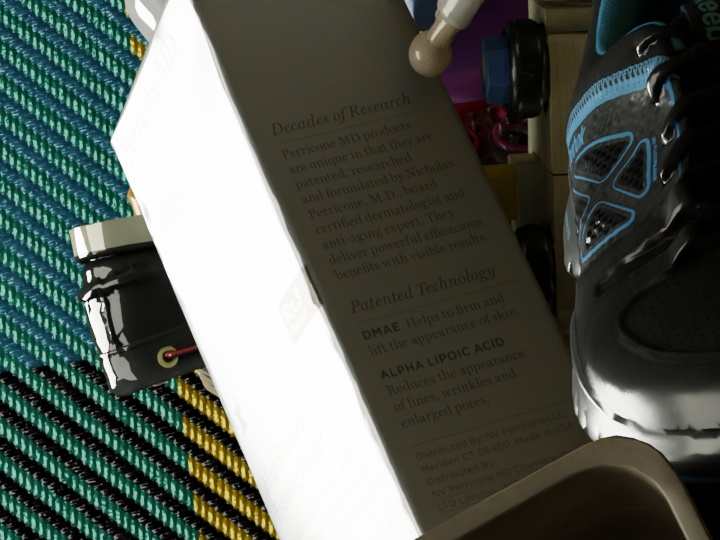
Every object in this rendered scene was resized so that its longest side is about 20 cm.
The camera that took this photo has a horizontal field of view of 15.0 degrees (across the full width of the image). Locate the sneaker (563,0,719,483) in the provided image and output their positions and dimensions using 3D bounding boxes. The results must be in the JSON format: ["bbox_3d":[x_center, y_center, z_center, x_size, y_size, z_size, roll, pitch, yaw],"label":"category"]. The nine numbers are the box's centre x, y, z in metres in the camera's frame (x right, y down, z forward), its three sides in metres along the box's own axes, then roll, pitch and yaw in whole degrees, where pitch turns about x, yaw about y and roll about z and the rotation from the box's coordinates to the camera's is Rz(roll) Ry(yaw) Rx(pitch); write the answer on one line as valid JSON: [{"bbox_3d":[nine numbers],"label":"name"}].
[{"bbox_3d":[0.077,-0.016,0.609,0.200,0.073,0.082,-110,15,-68],"label":"sneaker"}]

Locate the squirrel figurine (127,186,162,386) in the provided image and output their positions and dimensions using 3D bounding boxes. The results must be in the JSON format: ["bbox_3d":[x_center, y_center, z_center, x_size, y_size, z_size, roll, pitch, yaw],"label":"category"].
[{"bbox_3d":[-0.016,0.003,1.260,0.200,0.186,0.142,115,147,-84],"label":"squirrel figurine"}]

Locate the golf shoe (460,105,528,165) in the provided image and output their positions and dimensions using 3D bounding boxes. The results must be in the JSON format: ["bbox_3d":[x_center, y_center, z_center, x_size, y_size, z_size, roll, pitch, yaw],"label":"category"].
[{"bbox_3d":[0.059,0.028,1.019,0.092,0.072,0.201,83,177,-53],"label":"golf shoe"}]

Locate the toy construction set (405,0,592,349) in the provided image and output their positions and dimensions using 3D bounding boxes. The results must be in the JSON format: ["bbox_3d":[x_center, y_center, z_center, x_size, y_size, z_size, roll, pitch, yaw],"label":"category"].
[{"bbox_3d":[0.056,-0.034,0.863,0.131,0.092,0.201,-107,0,-79],"label":"toy construction set"}]

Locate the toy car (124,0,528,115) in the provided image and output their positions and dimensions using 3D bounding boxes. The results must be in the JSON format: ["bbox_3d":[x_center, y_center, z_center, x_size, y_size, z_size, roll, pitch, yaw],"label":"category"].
[{"bbox_3d":[0.012,-0.123,0.989,0.150,0.175,0.200,46,175,3],"label":"toy car"}]

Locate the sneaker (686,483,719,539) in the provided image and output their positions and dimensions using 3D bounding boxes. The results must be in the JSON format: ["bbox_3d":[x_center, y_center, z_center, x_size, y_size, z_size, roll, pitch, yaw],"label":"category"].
[{"bbox_3d":[0.067,0.135,0.752,0.200,0.071,0.080,-65,-12,-49],"label":"sneaker"}]

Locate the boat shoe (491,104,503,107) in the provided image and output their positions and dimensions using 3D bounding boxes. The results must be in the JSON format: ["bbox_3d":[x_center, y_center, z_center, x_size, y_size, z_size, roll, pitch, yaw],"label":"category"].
[{"bbox_3d":[0.040,-0.069,1.113,0.065,0.073,0.201,113,151,-78],"label":"boat shoe"}]

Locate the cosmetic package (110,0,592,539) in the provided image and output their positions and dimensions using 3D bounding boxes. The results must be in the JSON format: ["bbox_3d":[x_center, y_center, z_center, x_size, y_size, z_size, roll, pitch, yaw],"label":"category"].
[{"bbox_3d":[-0.001,0.011,0.814,0.201,0.074,0.102,64,152,21],"label":"cosmetic package"}]

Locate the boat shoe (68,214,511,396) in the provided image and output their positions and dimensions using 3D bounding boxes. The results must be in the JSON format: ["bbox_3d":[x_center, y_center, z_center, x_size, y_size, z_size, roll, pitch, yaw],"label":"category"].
[{"bbox_3d":[-0.001,0.000,0.943,0.074,0.200,0.063,-16,85,65],"label":"boat shoe"}]

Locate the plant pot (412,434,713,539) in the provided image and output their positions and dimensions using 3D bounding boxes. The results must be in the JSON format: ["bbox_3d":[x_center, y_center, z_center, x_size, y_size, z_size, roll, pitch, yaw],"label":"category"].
[{"bbox_3d":[0.034,0.173,0.592,0.201,0.199,0.177,63,-170,13],"label":"plant pot"}]

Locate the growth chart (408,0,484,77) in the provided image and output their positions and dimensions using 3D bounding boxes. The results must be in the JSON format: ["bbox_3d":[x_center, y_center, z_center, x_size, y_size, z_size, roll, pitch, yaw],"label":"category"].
[{"bbox_3d":[0.040,-0.174,0.811,0.145,0.018,0.201,-51,34,37],"label":"growth chart"}]

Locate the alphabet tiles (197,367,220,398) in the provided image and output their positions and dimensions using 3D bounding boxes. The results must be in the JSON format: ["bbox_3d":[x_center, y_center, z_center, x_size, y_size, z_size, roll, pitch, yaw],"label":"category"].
[{"bbox_3d":[0.027,0.090,0.992,0.006,0.199,0.166,-57,-3,-7],"label":"alphabet tiles"}]
